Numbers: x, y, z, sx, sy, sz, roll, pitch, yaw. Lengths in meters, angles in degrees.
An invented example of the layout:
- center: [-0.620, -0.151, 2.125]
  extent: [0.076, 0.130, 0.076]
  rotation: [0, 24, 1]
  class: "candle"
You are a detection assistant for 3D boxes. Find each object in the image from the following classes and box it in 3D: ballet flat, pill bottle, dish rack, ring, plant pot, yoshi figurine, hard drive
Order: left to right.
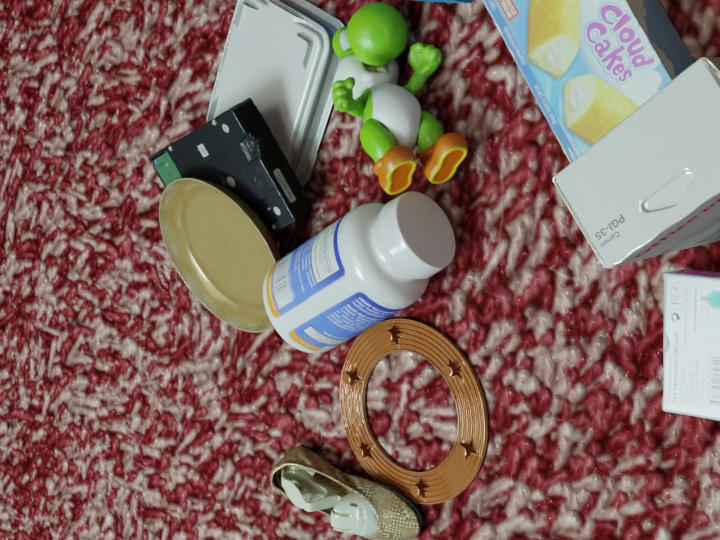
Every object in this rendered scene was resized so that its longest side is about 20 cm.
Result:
- center: [-0.155, -0.021, 1.225]
  extent: [0.199, 0.027, 0.201]
  rotation: [28, 137, 30]
  class: "plant pot"
- center: [-0.150, -0.101, 1.208]
  extent: [0.199, 0.038, 0.140]
  rotation: [-18, 105, 51]
  class: "hard drive"
- center: [-0.104, -0.208, 1.191]
  extent: [0.171, 0.043, 0.201]
  rotation: [36, 119, 32]
  class: "dish rack"
- center: [-0.024, 0.258, 1.178]
  extent: [0.199, 0.065, 0.071]
  rotation: [16, 118, 40]
  class: "ballet flat"
- center: [0.000, 0.000, 1.086]
  extent: [0.200, 0.112, 0.113]
  rotation: [-31, 76, 40]
  class: "pill bottle"
- center: [0.028, -0.182, 1.038]
  extent: [0.112, 0.112, 0.201]
  rotation: [-35, 60, 18]
  class: "yoshi figurine"
- center: [0.049, 0.151, 1.129]
  extent: [0.200, 0.019, 0.202]
  rotation: [8, 103, 41]
  class: "ring"

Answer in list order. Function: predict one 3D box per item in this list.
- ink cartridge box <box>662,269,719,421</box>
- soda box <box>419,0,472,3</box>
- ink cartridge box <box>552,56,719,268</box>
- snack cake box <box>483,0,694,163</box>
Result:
- center: [0.338, 0.067, 0.843]
  extent: [0.199, 0.042, 0.120]
  rotation: [6, 101, 44]
  class: "ink cartridge box"
- center: [0.015, -0.302, 1.051]
  extent: [0.199, 0.068, 0.065]
  rotation: [16, 107, 39]
  class: "soda box"
- center: [0.259, -0.082, 0.782]
  extent: [0.146, 0.199, 0.083]
  rotation: [-41, 71, 38]
  class: "ink cartridge box"
- center: [0.202, -0.186, 0.905]
  extent: [0.115, 0.067, 0.201]
  rotation: [-37, 73, 40]
  class: "snack cake box"
